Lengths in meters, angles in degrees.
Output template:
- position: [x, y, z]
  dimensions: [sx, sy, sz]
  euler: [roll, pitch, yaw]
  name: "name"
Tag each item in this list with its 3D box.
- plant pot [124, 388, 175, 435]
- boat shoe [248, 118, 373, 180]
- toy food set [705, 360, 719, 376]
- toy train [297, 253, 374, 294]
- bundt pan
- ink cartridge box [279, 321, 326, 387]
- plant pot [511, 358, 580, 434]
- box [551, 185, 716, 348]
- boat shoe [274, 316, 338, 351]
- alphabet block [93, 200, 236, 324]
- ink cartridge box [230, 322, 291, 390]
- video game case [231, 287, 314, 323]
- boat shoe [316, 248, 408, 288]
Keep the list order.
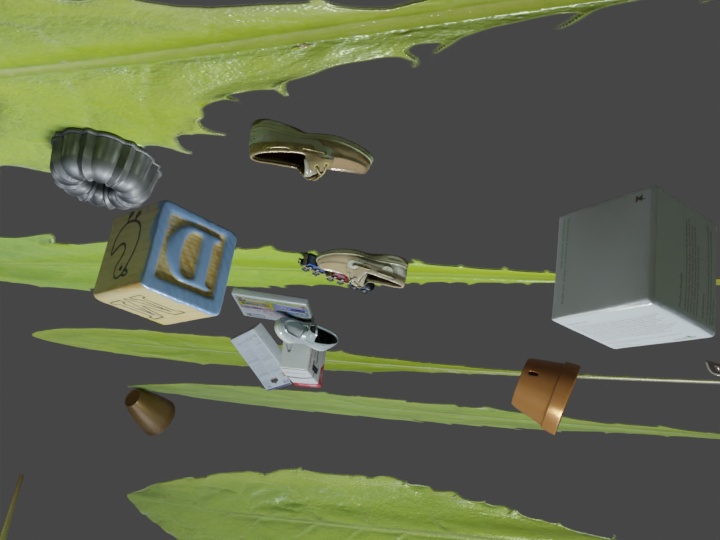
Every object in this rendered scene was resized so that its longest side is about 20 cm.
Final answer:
- position: [-1.002, 0.644, 3.731]
  dimensions: [0.185, 0.187, 0.200]
  euler: [-4, 143, 32]
  name: "plant pot"
- position: [-0.080, -0.177, 1.254]
  dimensions: [0.199, 0.067, 0.074]
  euler: [12, 160, -7]
  name: "boat shoe"
- position: [0.940, 0.225, 1.890]
  dimensions: [0.199, 0.061, 0.143]
  euler: [-5, 166, 38]
  name: "toy food set"
- position: [-0.051, 0.008, 1.780]
  dimensions: [0.199, 0.034, 0.046]
  euler: [22, 153, -30]
  name: "toy train"
- position: [-0.464, -0.171, 1.435]
  dimensions: [0.200, 0.076, 0.202]
  euler: [9, 159, 3]
  name: "bundt pan"
- position: [-0.160, 0.239, 2.284]
  dimensions: [0.083, 0.145, 0.200]
  euler: [3, 159, 11]
  name: "ink cartridge box"
- position: [0.502, 0.329, 2.185]
  dimensions: [0.139, 0.201, 0.200]
  euler: [21, 164, 18]
  name: "plant pot"
- position: [0.445, 0.003, 1.300]
  dimensions: [0.171, 0.200, 0.199]
  euler: [23, 156, -31]
  name: "box"
- position: [-0.140, 0.164, 2.138]
  dimensions: [0.071, 0.071, 0.200]
  euler: [-22, 148, 37]
  name: "boat shoe"
- position: [-0.407, -0.010, 1.671]
  dimensions: [0.199, 0.197, 0.196]
  euler: [-12, 149, 43]
  name: "alphabet block"
- position: [-0.289, 0.260, 2.394]
  dimensions: [0.201, 0.041, 0.199]
  euler: [56, 148, -6]
  name: "ink cartridge box"
- position: [-0.228, 0.097, 2.115]
  dimensions: [0.199, 0.022, 0.182]
  euler: [8, 160, 6]
  name: "video game case"
- position: [0.000, 0.000, 1.689]
  dimensions: [0.199, 0.065, 0.072]
  euler: [6, 160, 9]
  name: "boat shoe"
